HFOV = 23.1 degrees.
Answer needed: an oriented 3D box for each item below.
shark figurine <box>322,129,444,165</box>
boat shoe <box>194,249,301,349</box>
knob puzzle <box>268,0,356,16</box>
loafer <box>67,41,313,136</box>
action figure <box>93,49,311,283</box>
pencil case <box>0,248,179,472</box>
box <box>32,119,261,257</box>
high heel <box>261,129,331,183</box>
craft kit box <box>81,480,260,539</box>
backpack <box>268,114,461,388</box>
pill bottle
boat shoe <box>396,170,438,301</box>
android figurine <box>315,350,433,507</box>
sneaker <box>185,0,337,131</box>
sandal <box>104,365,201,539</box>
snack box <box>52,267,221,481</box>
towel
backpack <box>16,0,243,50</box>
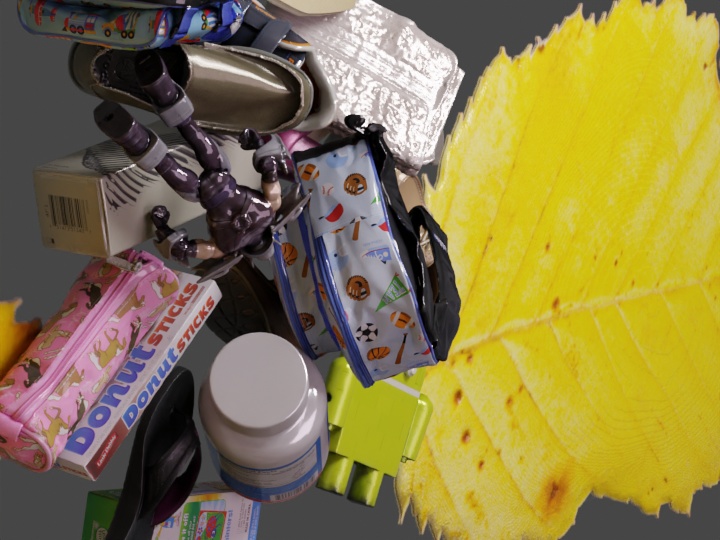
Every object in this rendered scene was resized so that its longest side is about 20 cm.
[{"bbox_3d":[0.038,-0.155,1.722,0.214,0.089,0.130,-15,109,-55],"label":"shark figurine"},{"bbox_3d":[-0.093,0.037,1.601,0.068,0.071,0.201,-65,149,-29],"label":"boat shoe"},{"bbox_3d":[-0.067,-0.308,1.546,0.219,0.030,0.222,17,68,-47],"label":"knob puzzle"},{"bbox_3d":[-0.133,-0.145,1.401,0.198,0.070,0.076,6,102,-12],"label":"loafer"},{"bbox_3d":[-0.120,-0.073,1.369,0.130,0.069,0.200,-45,127,-8],"label":"action figure"},{"bbox_3d":[-0.227,0.066,1.403,0.201,0.082,0.087,-56,139,-29],"label":"pencil case"},{"bbox_3d":[-0.170,-0.076,1.450,0.199,0.082,0.069,-30,121,-49],"label":"box"},{"bbox_3d":[-0.045,-0.159,1.629,0.201,0.095,0.067,-64,-179,-32],"label":"high heel"},{"bbox_3d":[-0.174,0.292,1.568,0.197,0.048,0.202,5,94,-58],"label":"craft kit box"},{"bbox_3d":[0.000,0.000,1.516,0.192,0.153,0.200,67,6,32],"label":"backpack"},{"bbox_3d":[-0.082,0.124,1.521,0.200,0.111,0.113,91,23,-68],"label":"pill bottle"},{"bbox_3d":[0.052,-0.033,1.743,0.071,0.064,0.201,-46,151,-22],"label":"boat shoe"},{"bbox_3d":[0.015,0.137,1.802,0.182,0.041,0.202,33,73,-53],"label":"android figurine"},{"bbox_3d":[-0.095,-0.187,1.471,0.199,0.079,0.079,33,93,-27],"label":"sneaker"},{"bbox_3d":[-0.164,0.181,1.466,0.075,0.048,0.202,33,73,-70],"label":"sandal"},{"bbox_3d":[-0.195,0.081,1.458,0.201,0.071,0.024,-57,145,-29],"label":"snack box"},{"bbox_3d":[-0.006,-0.182,1.590,0.199,0.034,0.134,27,63,-12],"label":"towel"},{"bbox_3d":[-0.150,-0.248,1.356,0.200,0.181,0.136,-24,120,-59],"label":"backpack"}]
